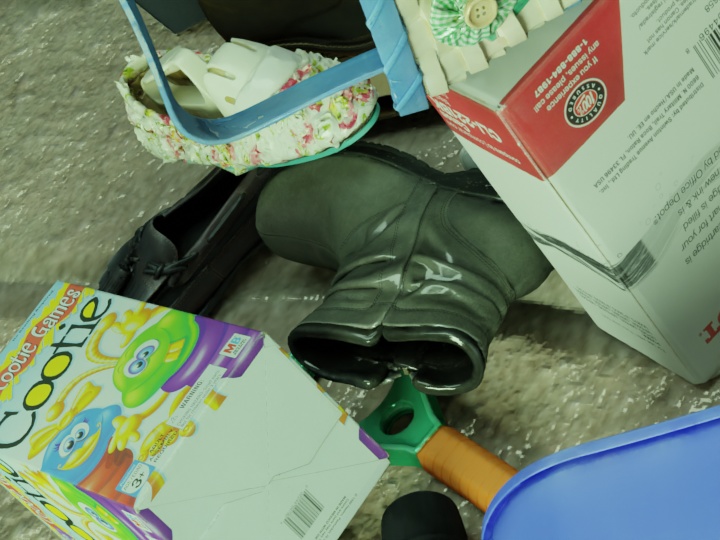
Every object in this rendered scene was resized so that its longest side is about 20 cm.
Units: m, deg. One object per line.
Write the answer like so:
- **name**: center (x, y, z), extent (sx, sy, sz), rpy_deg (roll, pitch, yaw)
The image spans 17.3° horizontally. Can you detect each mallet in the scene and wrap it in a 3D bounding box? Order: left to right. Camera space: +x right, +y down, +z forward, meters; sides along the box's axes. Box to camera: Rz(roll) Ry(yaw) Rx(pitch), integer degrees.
- **mallet**: center (-0.033, 0.165, 1.114), extent (0.199, 0.041, 0.066), rpy_deg (-25, 41, 23)

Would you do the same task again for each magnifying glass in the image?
- **magnifying glass**: center (0.024, 0.078, 1.158), extent (0.080, 0.022, 0.200), rpy_deg (-48, 41, -10)

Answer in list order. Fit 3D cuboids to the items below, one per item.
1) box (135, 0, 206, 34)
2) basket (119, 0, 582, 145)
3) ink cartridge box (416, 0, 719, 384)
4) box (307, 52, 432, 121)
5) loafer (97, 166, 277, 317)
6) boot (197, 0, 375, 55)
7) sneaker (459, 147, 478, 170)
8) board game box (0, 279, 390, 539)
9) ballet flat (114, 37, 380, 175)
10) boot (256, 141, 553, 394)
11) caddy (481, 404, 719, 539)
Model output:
- **box**: center (-0.067, -0.280, 1.452), extent (0.199, 0.123, 0.199), rpy_deg (-21, 40, 44)
- **basket**: center (-0.013, -0.149, 0.971), extent (0.199, 0.177, 0.140), rpy_deg (-19, 44, 10)
- **ink cartridge box**: center (0.135, -0.068, 1.072), extent (0.144, 0.200, 0.084), rpy_deg (-46, 37, -9)
- **box**: center (0.011, -0.164, 1.378), extent (0.163, 0.021, 0.201), rpy_deg (-13, 46, 39)
- **loafer**: center (-0.093, -0.023, 1.307), extent (0.200, 0.063, 0.072), rpy_deg (-40, 40, 0)
- **boot**: center (-0.023, -0.173, 1.313), extent (0.199, 0.097, 0.075), rpy_deg (-16, 44, 40)
- **sneaker**: center (0.082, -0.131, 1.266), extent (0.099, 0.075, 0.201), rpy_deg (-24, 40, 24)
- **board game box**: center (-0.099, 0.086, 1.156), extent (0.199, 0.103, 0.105), rpy_deg (10, 60, 54)
- **ballet flat**: center (-0.070, -0.091, 1.249), extent (0.199, 0.064, 0.076), rpy_deg (0, 47, 53)
- **boot**: center (0.000, 0.000, 1.177), extent (0.199, 0.068, 0.131), rpy_deg (5, 38, 38)
- **caddy**: center (0.144, 0.115, 0.940), extent (0.199, 0.141, 0.105), rpy_deg (-18, 47, 22)
